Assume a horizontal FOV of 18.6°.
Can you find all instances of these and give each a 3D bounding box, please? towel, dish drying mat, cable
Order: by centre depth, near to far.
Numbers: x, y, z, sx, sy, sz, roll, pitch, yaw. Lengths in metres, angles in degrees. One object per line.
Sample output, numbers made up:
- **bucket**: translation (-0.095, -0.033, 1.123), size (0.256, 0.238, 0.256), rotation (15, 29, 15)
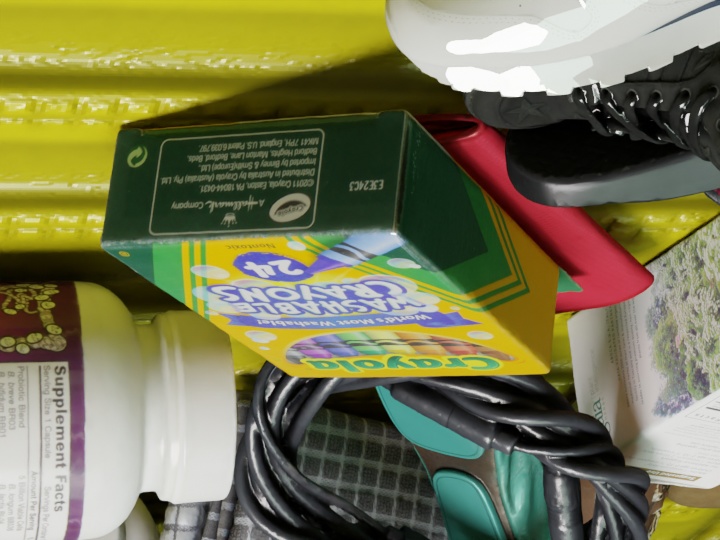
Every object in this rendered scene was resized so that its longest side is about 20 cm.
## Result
- **dish drying mat**: translation (0.057, -0.021, 0.924), size (0.076, 0.018, 0.200), rotation (-7, 158, 26)
- **cable**: translation (0.036, 0.099, 1.013), size (0.200, 0.051, 0.163), rotation (41, 128, -19)
- **towel**: translation (-0.008, 0.157, 1.117), size (0.199, 0.167, 0.085), rotation (17, 168, -40)

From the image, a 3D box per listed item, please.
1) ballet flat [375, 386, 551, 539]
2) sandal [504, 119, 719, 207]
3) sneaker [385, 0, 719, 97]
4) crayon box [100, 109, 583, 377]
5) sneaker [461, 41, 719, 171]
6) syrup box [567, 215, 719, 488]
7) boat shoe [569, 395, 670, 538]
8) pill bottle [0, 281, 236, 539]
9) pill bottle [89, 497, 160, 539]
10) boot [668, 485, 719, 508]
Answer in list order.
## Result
- **ballet flat**: translation (0.057, 0.075, 1.073), size (0.067, 0.071, 0.201), rotation (9, 136, 36)
- **sandal**: translation (0.154, -0.047, 0.827), size (0.198, 0.075, 0.045), rotation (-7, 127, 10)
- **sneaker**: translation (0.099, -0.116, 0.687), size (0.198, 0.077, 0.081), rotation (-16, 144, 8)
- **crayon box**: translation (0.000, 0.000, 0.890), size (0.125, 0.052, 0.200), rotation (-2, 160, 25)
- **sneaker**: translation (0.127, -0.060, 0.760), size (0.198, 0.105, 0.060), rotation (-20, 154, 26)
- **syrup box**: translation (0.183, 0.026, 0.995), size (0.081, 0.079, 0.200), rotation (10, 150, -28)
- **boat shoe**: translation (0.139, 0.128, 1.207), size (0.074, 0.076, 0.203), rotation (3, 156, 2)
- **pill bottle**: translation (-0.156, 0.061, 0.940), size (0.198, 0.113, 0.112), rotation (-1, 156, -13)
- **pill bottle**: translation (-0.156, 0.169, 1.180), size (0.110, 0.112, 0.200), rotation (-7, 157, -1)
- **boot**: translation (0.250, 0.171, 1.191), size (0.174, 0.202, 0.066), rotation (-22, 152, 30)
